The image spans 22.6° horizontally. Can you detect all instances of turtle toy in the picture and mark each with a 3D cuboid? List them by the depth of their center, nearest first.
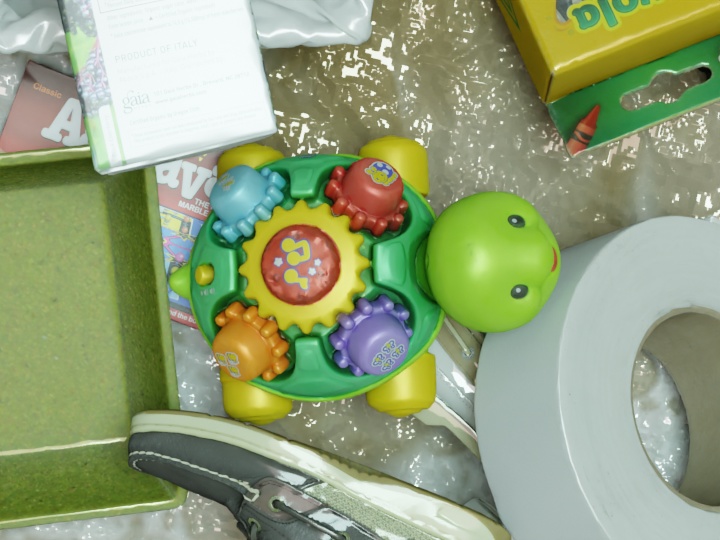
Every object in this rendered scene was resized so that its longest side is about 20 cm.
[{"bbox_3d":[0.000,0.000,0.895,0.199,0.101,0.147,-4,84,8],"label":"turtle toy"}]

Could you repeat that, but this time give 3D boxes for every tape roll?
[{"bbox_3d":[0.157,0.075,0.930,0.201,0.071,0.204,10,72,-32],"label":"tape roll"}]

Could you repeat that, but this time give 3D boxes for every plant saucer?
[{"bbox_3d":[-0.197,0.033,0.926,0.199,0.048,0.201,-6,109,-7],"label":"plant saucer"}]

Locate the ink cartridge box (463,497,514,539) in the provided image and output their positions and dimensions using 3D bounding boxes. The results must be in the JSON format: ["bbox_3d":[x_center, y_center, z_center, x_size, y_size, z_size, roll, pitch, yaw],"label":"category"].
[{"bbox_3d":[0.064,0.246,0.969,0.144,0.084,0.201,-33,97,-4],"label":"ink cartridge box"}]

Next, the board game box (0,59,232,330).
[{"bbox_3d":[-0.101,-0.028,0.964,0.199,0.019,0.104,20,90,-8],"label":"board game box"}]

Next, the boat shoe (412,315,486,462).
[{"bbox_3d":[0.087,0.076,0.966,0.200,0.075,0.069,36,95,-7],"label":"boat shoe"}]

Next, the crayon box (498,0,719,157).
[{"bbox_3d":[0.128,-0.174,0.928,0.126,0.051,0.201,-22,76,-5],"label":"crayon box"}]

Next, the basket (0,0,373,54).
[{"bbox_3d":[-0.100,-0.203,0.881,0.199,0.161,0.200,-2,94,-8],"label":"basket"}]

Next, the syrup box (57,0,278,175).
[{"bbox_3d":[-0.094,-0.147,0.766,0.081,0.079,0.201,-13,94,-5],"label":"syrup box"}]

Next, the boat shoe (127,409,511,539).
[{"bbox_3d":[-0.027,0.125,0.893,0.200,0.072,0.066,18,73,2],"label":"boat shoe"}]

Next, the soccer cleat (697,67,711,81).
[{"bbox_3d":[0.278,-0.132,0.981,0.199,0.065,0.084,4,91,-7],"label":"soccer cleat"}]
